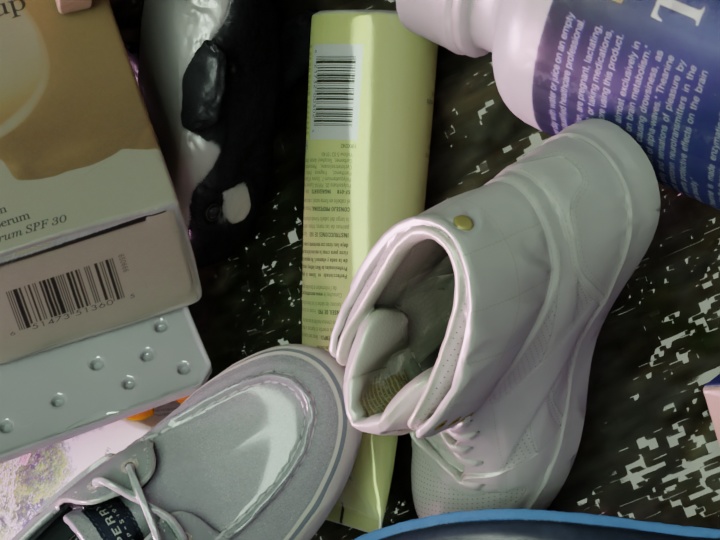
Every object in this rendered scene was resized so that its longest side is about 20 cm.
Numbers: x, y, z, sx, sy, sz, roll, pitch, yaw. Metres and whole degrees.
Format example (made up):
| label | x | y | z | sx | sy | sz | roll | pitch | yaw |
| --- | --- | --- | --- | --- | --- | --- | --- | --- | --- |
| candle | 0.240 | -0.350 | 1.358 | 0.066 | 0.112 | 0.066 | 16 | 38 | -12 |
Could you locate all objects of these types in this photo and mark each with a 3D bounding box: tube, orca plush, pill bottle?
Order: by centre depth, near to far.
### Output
| label | x | y | z | sx | sy | sz | roll | pitch | yaw |
| --- | --- | --- | --- | --- | --- | --- | --- | --- | --- |
| pill bottle | 0.118 | -0.088 | 1.027 | 0.200 | 0.111 | 0.111 | 25 | 98 | 20 |
| tube | 0.000 | 0.000 | 1.105 | 0.052 | 0.058 | 0.201 | 3 | 89 | 20 |
| orca plush | -0.051 | -0.101 | 1.136 | 0.105 | 0.071 | 0.201 | 143 | 122 | -63 |

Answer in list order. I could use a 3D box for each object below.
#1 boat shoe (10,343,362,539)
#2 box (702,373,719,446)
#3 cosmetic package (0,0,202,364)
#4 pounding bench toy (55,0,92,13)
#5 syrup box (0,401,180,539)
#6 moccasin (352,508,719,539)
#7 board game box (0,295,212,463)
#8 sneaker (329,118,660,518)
| label | x | y | z | sx | sy | sz | roll | pitch | yaw |
| --- | --- | --- | --- | --- | --- | --- | --- | --- | --- |
| boat shoe | -0.083 | 0.103 | 1.040 | 0.201 | 0.071 | 0.070 | -43 | 75 | 11 |
| box | 0.228 | 0.025 | 0.941 | 0.200 | 0.121 | 0.033 | -4 | 110 | 45 |
| cosmetic package | -0.139 | -0.070 | 1.097 | 0.105 | 0.071 | 0.200 | -18 | 58 | -7 |
| pounding bench toy | -0.077 | -0.219 | 1.041 | 0.155 | 0.124 | 0.201 | -13 | 76 | -8 |
| syrup box | -0.131 | 0.073 | 1.140 | 0.199 | 0.081 | 0.079 | 23 | 98 | 18 |
| moccasin | 0.082 | 0.130 | 1.034 | 0.199 | 0.081 | 0.068 | -2 | 55 | 13 |
| board game box | -0.181 | 0.003 | 1.112 | 0.199 | 0.026 | 0.200 | -20 | 57 | -8 |
| sneaker | 0.028 | 0.041 | 1.022 | 0.074 | 0.115 | 0.200 | 41 | 136 | 27 |
